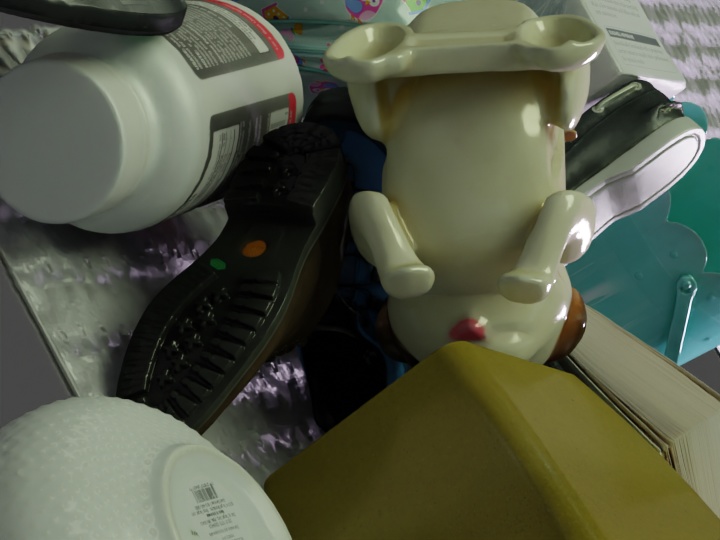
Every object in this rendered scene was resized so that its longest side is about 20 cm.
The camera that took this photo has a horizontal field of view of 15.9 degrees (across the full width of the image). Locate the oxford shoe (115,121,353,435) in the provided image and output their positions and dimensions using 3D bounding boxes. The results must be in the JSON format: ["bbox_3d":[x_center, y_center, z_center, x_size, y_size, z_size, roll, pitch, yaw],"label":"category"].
[{"bbox_3d":[-0.054,0.024,1.317,0.200,0.073,0.084,-56,144,-29],"label":"oxford shoe"}]

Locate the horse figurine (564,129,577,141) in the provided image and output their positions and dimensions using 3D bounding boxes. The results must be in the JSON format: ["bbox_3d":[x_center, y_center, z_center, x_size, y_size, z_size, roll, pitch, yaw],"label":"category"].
[{"bbox_3d":[0.039,-0.055,1.525,0.133,0.200,0.050,42,-3,41],"label":"horse figurine"}]

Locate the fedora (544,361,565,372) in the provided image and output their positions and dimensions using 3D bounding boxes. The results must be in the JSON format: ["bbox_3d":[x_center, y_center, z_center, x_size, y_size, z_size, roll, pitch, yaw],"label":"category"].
[{"bbox_3d":[0.086,0.124,1.456,0.201,0.091,0.201,58,-12,20],"label":"fedora"}]

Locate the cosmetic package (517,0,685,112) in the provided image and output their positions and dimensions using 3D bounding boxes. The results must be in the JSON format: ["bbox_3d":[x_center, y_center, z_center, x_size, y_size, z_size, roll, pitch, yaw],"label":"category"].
[{"bbox_3d":[0.064,-0.154,1.667,0.123,0.199,0.200,0,59,-63],"label":"cosmetic package"}]

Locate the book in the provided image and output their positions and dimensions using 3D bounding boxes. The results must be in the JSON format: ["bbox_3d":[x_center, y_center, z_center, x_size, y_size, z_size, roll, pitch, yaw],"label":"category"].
[{"bbox_3d":[0.164,0.122,1.463,0.134,0.048,0.200,42,-22,46],"label":"book"}]

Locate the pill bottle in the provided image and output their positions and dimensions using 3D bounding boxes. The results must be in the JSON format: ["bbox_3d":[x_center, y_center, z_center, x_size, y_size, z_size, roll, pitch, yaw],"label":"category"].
[{"bbox_3d":[-0.115,-0.079,1.340,0.111,0.111,0.200,58,23,3],"label":"pill bottle"}]

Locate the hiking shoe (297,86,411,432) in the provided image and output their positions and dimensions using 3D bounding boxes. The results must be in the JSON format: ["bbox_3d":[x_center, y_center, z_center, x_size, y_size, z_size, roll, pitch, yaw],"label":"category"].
[{"bbox_3d":[0.000,0.000,1.418,0.087,0.074,0.200,-60,146,-60],"label":"hiking shoe"}]

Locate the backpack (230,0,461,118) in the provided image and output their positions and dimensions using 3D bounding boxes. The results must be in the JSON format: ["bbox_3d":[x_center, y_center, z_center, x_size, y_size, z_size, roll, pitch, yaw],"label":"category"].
[{"bbox_3d":[-0.020,-0.152,1.504,0.167,0.200,0.127,6,90,-57],"label":"backpack"}]

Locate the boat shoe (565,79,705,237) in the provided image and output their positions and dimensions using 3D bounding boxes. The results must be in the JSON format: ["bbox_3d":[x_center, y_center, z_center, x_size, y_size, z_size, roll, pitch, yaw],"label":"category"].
[{"bbox_3d":[0.114,-0.043,1.560,0.060,0.200,0.076,49,-20,29],"label":"boat shoe"}]

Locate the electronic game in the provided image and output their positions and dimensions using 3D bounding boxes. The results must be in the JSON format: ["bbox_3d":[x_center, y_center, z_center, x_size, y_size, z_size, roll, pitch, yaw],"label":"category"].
[{"bbox_3d":[-0.183,-0.153,1.273,0.200,0.042,0.200,15,13,-3],"label":"electronic game"}]

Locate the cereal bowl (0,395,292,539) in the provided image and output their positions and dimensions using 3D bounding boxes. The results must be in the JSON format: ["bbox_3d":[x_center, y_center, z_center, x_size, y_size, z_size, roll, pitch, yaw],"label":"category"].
[{"bbox_3d":[-0.086,0.139,1.155,0.200,0.083,0.200,42,28,-29],"label":"cereal bowl"}]

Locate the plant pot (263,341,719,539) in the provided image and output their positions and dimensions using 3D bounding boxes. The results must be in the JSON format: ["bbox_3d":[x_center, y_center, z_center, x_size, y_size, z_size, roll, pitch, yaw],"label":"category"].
[{"bbox_3d":[0.065,0.151,1.298,0.200,0.200,0.177,17,40,-56],"label":"plant pot"}]

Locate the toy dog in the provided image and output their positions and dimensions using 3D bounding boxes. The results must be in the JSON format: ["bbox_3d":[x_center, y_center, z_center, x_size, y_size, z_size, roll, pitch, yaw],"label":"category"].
[{"bbox_3d":[0.053,-0.033,1.350,0.194,0.139,0.200,-107,-167,-74],"label":"toy dog"}]

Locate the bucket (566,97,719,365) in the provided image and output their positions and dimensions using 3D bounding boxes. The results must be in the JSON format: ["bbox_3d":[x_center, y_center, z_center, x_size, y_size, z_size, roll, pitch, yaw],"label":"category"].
[{"bbox_3d":[0.204,-0.021,1.847,0.207,0.135,0.207,42,28,-29],"label":"bucket"}]
